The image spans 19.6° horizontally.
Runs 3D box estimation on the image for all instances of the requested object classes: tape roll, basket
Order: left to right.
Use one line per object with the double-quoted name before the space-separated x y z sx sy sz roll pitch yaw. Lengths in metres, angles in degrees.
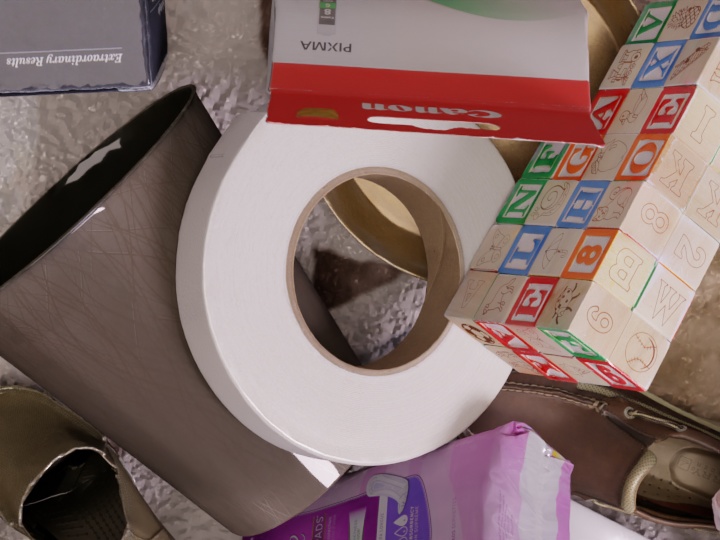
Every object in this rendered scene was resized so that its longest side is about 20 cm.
"basket" -0.093 0.035 1.126 0.180 0.136 0.200 -45 107 -17
"tape roll" 0.000 0.000 1.087 0.202 0.037 0.204 0 91 -30

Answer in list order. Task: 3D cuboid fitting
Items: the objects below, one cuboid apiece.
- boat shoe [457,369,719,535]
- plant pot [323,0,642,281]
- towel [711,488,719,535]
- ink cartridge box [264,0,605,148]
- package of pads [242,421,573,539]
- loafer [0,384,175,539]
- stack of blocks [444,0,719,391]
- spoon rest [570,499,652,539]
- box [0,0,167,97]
"boat shoe" 0.148 0.101 1.172 0.201 0.075 0.075 14 104 -4
"plant pot" 0.066 -0.090 1.148 0.198 0.028 0.202 0 104 -1
"towel" 0.297 0.146 1.151 0.190 0.032 0.200 -19 141 5
"ink cartridge box" 0.034 -0.108 1.026 0.160 0.200 0.050 3 104 -1
"package of pads" 0.022 0.165 1.124 0.199 0.121 0.076 -20 141 36
"loafer" -0.159 0.116 1.127 0.076 0.200 0.068 -41 140 -16
"stack of blocks" 0.138 -0.043 1.076 0.058 0.115 0.201 36 76 -25
"spoon rest" 0.124 0.167 1.153 0.199 0.099 0.061 25 126 23
"box" -0.180 -0.194 1.080 0.147 0.104 0.201 -1 105 0
